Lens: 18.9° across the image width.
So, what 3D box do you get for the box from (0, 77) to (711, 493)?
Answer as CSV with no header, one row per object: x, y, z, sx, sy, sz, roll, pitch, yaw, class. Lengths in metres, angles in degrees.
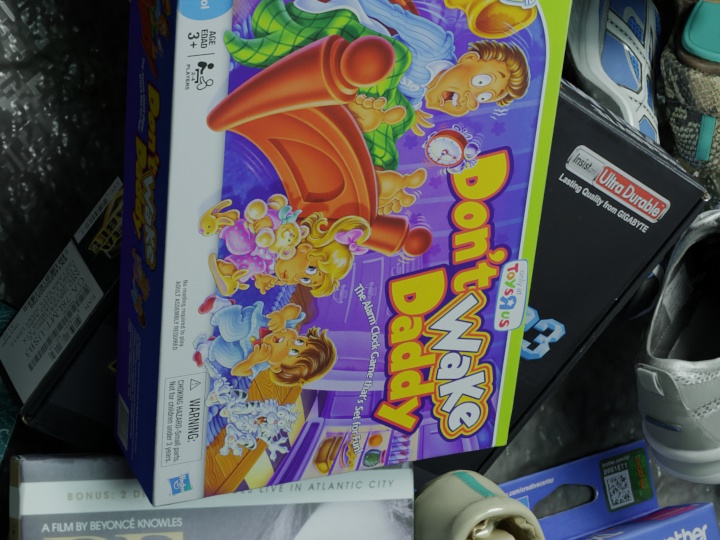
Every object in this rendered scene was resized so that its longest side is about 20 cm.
0.000,0.000,0.790,0.200,0.050,0.199,29,106,-40,box

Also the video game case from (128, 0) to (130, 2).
-0.029,-0.154,0.853,0.200,0.022,0.182,-32,79,-42,video game case

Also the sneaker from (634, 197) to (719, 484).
0.178,-0.008,0.928,0.201,0.074,0.082,-62,144,-23,sneaker

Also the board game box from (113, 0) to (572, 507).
-0.008,-0.026,0.706,0.134,0.045,0.201,-8,123,-22,board game box

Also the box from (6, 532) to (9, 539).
-0.050,0.164,0.817,0.199,0.035,0.111,24,68,-31,box

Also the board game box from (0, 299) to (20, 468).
-0.195,0.080,0.728,0.135,0.028,0.201,31,63,-29,board game box

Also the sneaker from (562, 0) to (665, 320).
0.108,-0.079,0.957,0.077,0.076,0.201,-9,85,-37,sneaker

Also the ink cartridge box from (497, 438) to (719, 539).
0.118,0.181,0.939,0.119,0.042,0.201,-11,86,-38,ink cartridge box

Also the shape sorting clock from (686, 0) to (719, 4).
0.085,-0.181,0.928,0.199,0.039,0.200,29,26,-16,shape sorting clock

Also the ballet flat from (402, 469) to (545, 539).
0.064,0.172,0.800,0.069,0.069,0.201,-22,97,-38,ballet flat

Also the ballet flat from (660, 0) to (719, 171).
0.173,-0.109,1.009,0.200,0.068,0.076,-62,162,-52,ballet flat

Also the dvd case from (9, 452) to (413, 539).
-0.050,0.163,0.762,0.148,0.016,0.201,0,89,-23,dvd case
